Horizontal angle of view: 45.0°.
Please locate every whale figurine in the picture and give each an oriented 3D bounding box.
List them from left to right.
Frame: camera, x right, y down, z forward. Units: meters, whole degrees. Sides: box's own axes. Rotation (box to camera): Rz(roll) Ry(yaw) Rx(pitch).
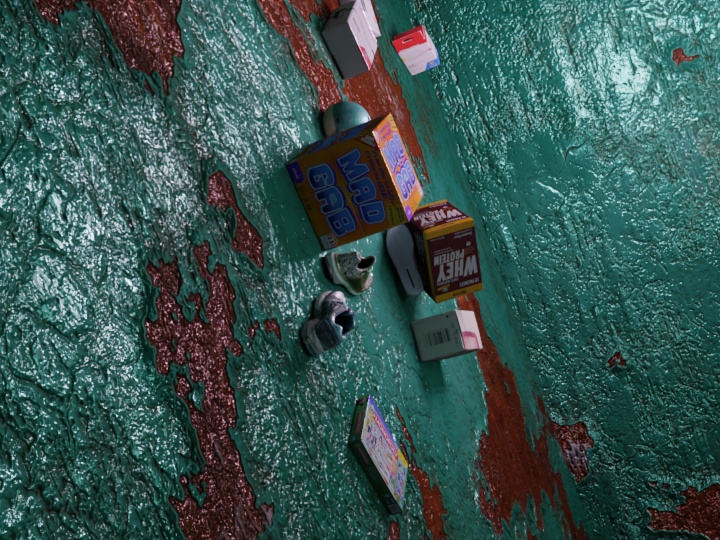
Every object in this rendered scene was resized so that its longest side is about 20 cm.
[{"bbox_3d":[-0.015,-0.309,2.080,0.159,0.103,0.201,-4,76,-71],"label":"whale figurine"}]

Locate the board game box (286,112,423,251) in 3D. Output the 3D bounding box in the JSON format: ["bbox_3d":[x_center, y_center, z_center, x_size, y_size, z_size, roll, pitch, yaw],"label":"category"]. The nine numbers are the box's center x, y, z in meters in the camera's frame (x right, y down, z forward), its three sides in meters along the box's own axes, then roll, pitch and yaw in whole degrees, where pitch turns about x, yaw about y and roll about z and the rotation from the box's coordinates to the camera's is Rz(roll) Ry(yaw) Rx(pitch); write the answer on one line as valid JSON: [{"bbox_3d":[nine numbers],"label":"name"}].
[{"bbox_3d":[-0.006,-0.191,1.848,0.201,0.199,0.200,67,20,-15],"label":"board game box"}]

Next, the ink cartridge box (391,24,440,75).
[{"bbox_3d":[0.194,-0.796,3.099,0.200,0.116,0.068,44,34,-55],"label":"ink cartridge box"}]

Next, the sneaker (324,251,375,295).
[{"bbox_3d":[0.000,0.000,1.859,0.200,0.088,0.077,21,53,-67],"label":"sneaker"}]

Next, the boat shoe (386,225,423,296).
[{"bbox_3d":[0.112,-0.023,2.252,0.071,0.072,0.201,83,-6,-77],"label":"boat shoe"}]

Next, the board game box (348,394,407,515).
[{"bbox_3d":[0.039,0.366,1.727,0.201,0.029,0.135,62,22,-26],"label":"board game box"}]

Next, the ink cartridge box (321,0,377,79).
[{"bbox_3d":[-0.027,-0.632,2.375,0.200,0.083,0.147,-77,144,-56],"label":"ink cartridge box"}]

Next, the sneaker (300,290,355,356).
[{"bbox_3d":[-0.044,0.096,1.652,0.200,0.086,0.078,-68,137,-62],"label":"sneaker"}]

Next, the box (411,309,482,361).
[{"bbox_3d":[0.230,0.173,2.291,0.200,0.127,0.110,11,63,-68],"label":"box"}]

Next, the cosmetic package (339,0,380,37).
[{"bbox_3d":[-0.009,-0.792,2.629,0.200,0.051,0.152,-13,88,-71],"label":"cosmetic package"}]

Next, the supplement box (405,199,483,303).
[{"bbox_3d":[0.210,-0.053,2.261,0.200,0.132,0.198,-130,-154,-65],"label":"supplement box"}]
